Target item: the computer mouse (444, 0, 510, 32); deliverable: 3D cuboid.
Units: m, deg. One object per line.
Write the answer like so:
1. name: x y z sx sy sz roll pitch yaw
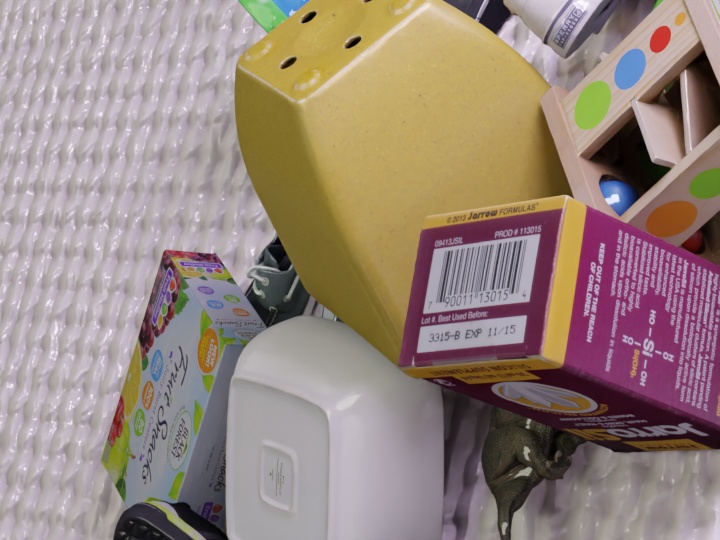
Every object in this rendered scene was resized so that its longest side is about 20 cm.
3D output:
1. computer mouse: 0.074 -0.171 1.803 0.200 0.046 0.141 -50 38 23

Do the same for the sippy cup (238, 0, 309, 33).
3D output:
1. sippy cup: -0.012 -0.222 1.867 0.130 0.139 0.178 -45 43 7

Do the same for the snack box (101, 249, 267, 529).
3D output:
1. snack box: -0.135 0.106 1.885 0.142 0.053 0.201 50 130 49

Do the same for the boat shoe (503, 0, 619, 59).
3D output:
1. boat shoe: 0.140 -0.196 1.625 0.071 0.070 0.200 -57 -6 26

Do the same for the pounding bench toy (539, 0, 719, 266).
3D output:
1. pounding bench toy: 0.201 -0.113 1.547 0.156 0.124 0.201 -44 43 30

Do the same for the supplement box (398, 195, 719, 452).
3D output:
1. supplement box: 0.141 0.037 1.484 0.130 0.199 0.104 -9 66 50

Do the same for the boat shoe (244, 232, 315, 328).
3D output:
1. boat shoe: -0.062 -0.007 1.881 0.201 0.062 0.073 -55 39 18

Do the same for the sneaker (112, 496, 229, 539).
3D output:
1. sneaker: -0.094 0.230 1.786 0.200 0.083 0.072 41 116 20

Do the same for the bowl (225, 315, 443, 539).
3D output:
1. bowl: -0.030 0.143 1.703 0.199 0.074 0.202 17 110 52

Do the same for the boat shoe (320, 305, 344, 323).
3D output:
1. boat shoe: 0.000 0.000 1.788 0.067 0.073 0.202 -175 103 -75

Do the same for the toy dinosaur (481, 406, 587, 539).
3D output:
1. toy dinosaur: 0.115 0.104 1.610 0.102 0.076 0.202 -28 55 56

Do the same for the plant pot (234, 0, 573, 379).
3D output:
1. plant pot: 0.027 -0.089 1.627 0.195 0.201 0.194 -38 31 -9
